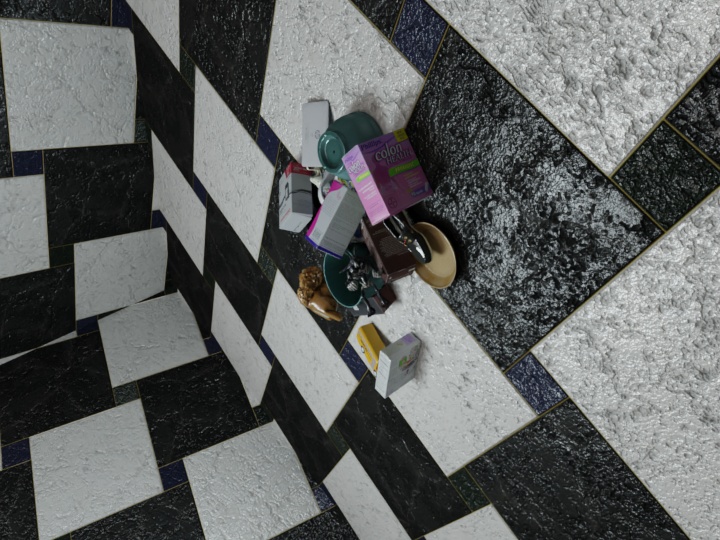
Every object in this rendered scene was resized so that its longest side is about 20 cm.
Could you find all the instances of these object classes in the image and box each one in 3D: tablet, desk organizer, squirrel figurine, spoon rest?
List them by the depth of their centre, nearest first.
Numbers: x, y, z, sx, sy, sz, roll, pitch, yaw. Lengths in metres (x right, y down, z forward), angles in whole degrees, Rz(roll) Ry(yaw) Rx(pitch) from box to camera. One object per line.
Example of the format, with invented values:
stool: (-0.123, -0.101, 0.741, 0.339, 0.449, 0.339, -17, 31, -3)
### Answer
spoon rest: (-0.103, -0.297, 1.709, 0.099, 0.059, 0.205, 141, 134, -62)
tablet: (-0.150, -0.443, 1.719, 0.128, 0.013, 0.206, 11, 104, 43)
squirrel figurine: (-0.121, 0.055, 1.833, 0.197, 0.190, 0.141, 27, 168, -8)
desk organizer: (0.032, 0.104, 1.843, 0.072, 0.077, 0.198, 54, 150, -15)

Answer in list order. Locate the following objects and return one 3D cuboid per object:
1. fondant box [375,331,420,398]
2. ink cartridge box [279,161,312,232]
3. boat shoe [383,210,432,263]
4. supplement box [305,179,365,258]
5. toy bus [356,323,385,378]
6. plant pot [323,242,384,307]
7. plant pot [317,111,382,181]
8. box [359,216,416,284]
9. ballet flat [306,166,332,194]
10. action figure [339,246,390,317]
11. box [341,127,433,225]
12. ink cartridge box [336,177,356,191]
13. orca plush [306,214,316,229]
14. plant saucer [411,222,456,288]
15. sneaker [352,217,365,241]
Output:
fondant box: (0.128, 0.327, 1.814, 0.058, 0.142, 0.203, 40, 141, 33)
ink cartridge box: (-0.235, -0.262, 1.897, 0.145, 0.081, 0.205, -37, 52, 57)
boat shoe: (0.132, -0.098, 1.517, 0.203, 0.062, 0.074, 55, 145, 12)
supplement box: (-0.071, -0.157, 1.619, 0.203, 0.102, 0.101, -62, 35, 9)
toy bus: (0.056, 0.300, 1.934, 0.202, 0.064, 0.079, 60, 150, 33)
plant pot: (0.000, 0.000, 1.736, 0.199, 0.159, 0.206, 24, 122, 44)
plant pot: (-0.044, -0.356, 1.550, 0.198, 0.133, 0.205, 20, 121, 39)
box: (0.081, -0.072, 1.593, 0.075, 0.098, 0.203, 101, 147, -64)
ballet flat: (-0.148, -0.341, 1.806, 0.071, 0.071, 0.205, 7, 118, 52)
action figure: (0.015, 0.028, 1.559, 0.203, 0.117, 0.102, 62, 176, -4)
box: (0.076, -0.258, 1.442, 0.096, 0.174, 0.204, -24, 92, 58)
ink cartridge box: (-0.035, -0.261, 1.730, 0.121, 0.041, 0.201, 56, 149, 13)
orca plush: (-0.175, -0.154, 1.924, 0.201, 0.069, 0.107, -118, 41, -51)
plant saucer: (0.212, -0.048, 1.526, 0.199, 0.035, 0.204, 34, 137, 38)
sneaker: (-0.030, -0.148, 1.742, 0.198, 0.078, 0.091, 0, 120, 55)
